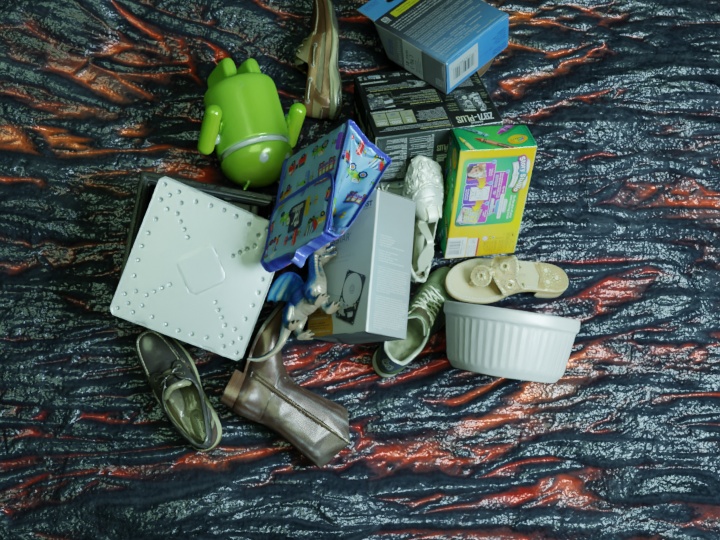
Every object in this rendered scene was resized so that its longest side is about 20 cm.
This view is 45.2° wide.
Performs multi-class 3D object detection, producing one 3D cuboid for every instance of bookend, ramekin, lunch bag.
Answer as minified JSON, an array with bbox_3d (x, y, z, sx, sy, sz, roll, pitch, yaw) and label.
[{"bbox_3d":[-0.243,-0.022,1.277,0.195,0.092,0.204,11,79,-5],"label":"bookend"},{"bbox_3d":[0.214,0.104,1.264,0.198,0.202,0.096,9,89,-5],"label":"ramekin"},{"bbox_3d":[-0.059,-0.083,1.190,0.094,0.149,0.202,39,49,-27],"label":"lunch bag"}]

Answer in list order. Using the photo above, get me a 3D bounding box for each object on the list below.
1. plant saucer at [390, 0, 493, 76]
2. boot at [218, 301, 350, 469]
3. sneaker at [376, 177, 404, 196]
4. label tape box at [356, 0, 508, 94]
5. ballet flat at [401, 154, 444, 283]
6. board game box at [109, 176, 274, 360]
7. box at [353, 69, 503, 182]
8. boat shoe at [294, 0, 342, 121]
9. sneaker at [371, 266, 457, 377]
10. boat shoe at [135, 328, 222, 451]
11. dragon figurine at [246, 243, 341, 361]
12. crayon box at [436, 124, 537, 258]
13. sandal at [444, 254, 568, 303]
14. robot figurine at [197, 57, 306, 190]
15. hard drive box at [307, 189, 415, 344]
[{"bbox_3d":[0.137,-0.402,1.429,0.196,0.037,0.205,1,78,-6],"label":"plant saucer"},{"bbox_3d":[-0.084,0.168,1.280,0.198,0.064,0.188,31,74,-5],"label":"boot"},{"bbox_3d":[0.036,-0.128,1.326,0.196,0.087,0.076,-11,119,-7],"label":"sneaker"},{"bbox_3d":[0.112,-0.378,1.351,0.144,0.064,0.199,-39,57,-19],"label":"label tape box"},{"bbox_3d":[0.096,-0.070,1.292,0.070,0.072,0.203,2,120,-7],"label":"ballet flat"},{"bbox_3d":[-0.226,-0.001,1.223,0.197,0.026,0.203,22,86,-16],"label":"board game box"},{"bbox_3d":[0.099,-0.230,1.327,0.196,0.087,0.165,-9,46,-9],"label":"box"},{"bbox_3d":[-0.069,-0.338,1.371,0.072,0.076,0.204,-3,79,-5],"label":"boat shoe"},{"bbox_3d":[0.093,0.074,1.302,0.067,0.090,0.201,38,77,2],"label":"sneaker"},{"bbox_3d":[-0.263,0.168,1.251,0.073,0.065,0.201,-34,84,-11],"label":"boat shoe"},{"bbox_3d":[-0.092,0.043,1.239,0.200,0.059,0.100,-48,47,11],"label":"dragon figurine"},{"bbox_3d":[0.186,-0.115,1.298,0.116,0.203,0.059,-5,41,-10],"label":"crayon box"},{"bbox_3d":[0.234,0.000,1.323,0.207,0.070,0.079,1,57,-19],"label":"sandal"},{"bbox_3d":[-0.170,-0.217,1.312,0.173,0.115,0.204,-8,78,-39],"label":"robot figurine"},{"bbox_3d":[0.000,0.000,1.265,0.076,0.155,0.204,13,75,-35],"label":"hard drive box"}]
